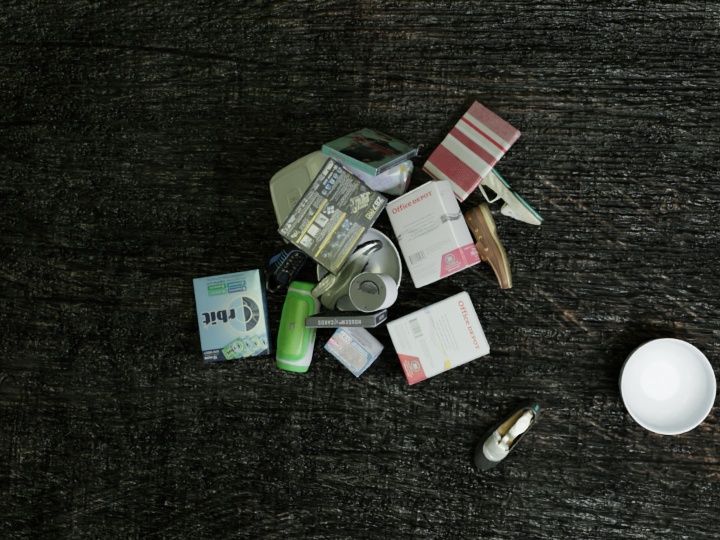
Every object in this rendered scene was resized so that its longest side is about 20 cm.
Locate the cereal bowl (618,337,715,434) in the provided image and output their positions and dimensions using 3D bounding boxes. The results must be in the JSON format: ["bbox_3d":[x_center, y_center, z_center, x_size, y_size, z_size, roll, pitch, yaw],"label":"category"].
[{"bbox_3d":[0.657,0.246,1.558,0.196,0.083,0.205,0,89,8],"label":"cereal bowl"}]

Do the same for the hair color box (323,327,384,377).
[{"bbox_3d":[-0.011,0.170,1.600,0.100,0.200,0.061,40,95,7],"label":"hair color box"}]

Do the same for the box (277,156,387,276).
[{"bbox_3d":[-0.059,-0.116,1.546,0.160,0.049,0.202,34,85,3],"label":"box"}]

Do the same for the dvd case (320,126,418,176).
[{"bbox_3d":[0.024,-0.268,1.597,0.144,0.199,0.022,27,122,21],"label":"dvd case"}]

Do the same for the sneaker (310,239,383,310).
[{"bbox_3d":[-0.020,0.007,1.609,0.200,0.074,0.079,-44,93,12],"label":"sneaker"}]

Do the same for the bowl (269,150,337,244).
[{"bbox_3d":[-0.127,-0.161,1.641,0.198,0.074,0.204,-20,81,36],"label":"bowl"}]

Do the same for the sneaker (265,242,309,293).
[{"bbox_3d":[-0.157,-0.017,1.639,0.069,0.200,0.079,25,51,-21],"label":"sneaker"}]

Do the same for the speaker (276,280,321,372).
[{"bbox_3d":[-0.143,0.129,1.679,0.087,0.088,0.204,10,91,8],"label":"speaker"}]

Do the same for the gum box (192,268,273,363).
[{"bbox_3d":[-0.306,0.109,1.724,0.166,0.045,0.204,-9,87,8],"label":"gum box"}]

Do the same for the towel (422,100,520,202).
[{"bbox_3d":[0.250,-0.271,1.631,0.201,0.023,0.144,-50,59,6],"label":"towel"}]

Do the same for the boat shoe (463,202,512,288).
[{"bbox_3d":[0.290,-0.050,1.627,0.067,0.072,0.204,-21,80,13],"label":"boat shoe"}]

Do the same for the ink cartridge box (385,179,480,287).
[{"bbox_3d":[0.162,-0.084,1.611,0.145,0.082,0.203,-24,85,35],"label":"ink cartridge box"}]

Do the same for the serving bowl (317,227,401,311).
[{"bbox_3d":[0.000,0.000,1.669,0.196,0.066,0.205,0,89,8],"label":"serving bowl"}]

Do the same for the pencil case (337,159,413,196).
[{"bbox_3d":[0.024,-0.237,1.658,0.196,0.083,0.092,17,124,8],"label":"pencil case"}]

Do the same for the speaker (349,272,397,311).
[{"bbox_3d":[0.030,0.044,1.529,0.079,0.200,0.083,0,89,9],"label":"speaker"}]

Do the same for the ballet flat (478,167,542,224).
[{"bbox_3d":[0.327,-0.164,1.628,0.062,0.067,0.201,-44,74,15],"label":"ballet flat"}]

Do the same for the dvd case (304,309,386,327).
[{"bbox_3d":[-0.027,0.102,1.537,0.147,0.200,0.025,-2,90,9],"label":"dvd case"}]

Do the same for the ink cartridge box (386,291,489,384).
[{"bbox_3d":[0.178,0.151,1.631,0.197,0.083,0.148,-22,86,8],"label":"ink cartridge box"}]

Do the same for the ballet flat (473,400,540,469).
[{"bbox_3d":[0.326,0.371,1.613,0.068,0.068,0.201,40,95,6],"label":"ballet flat"}]
